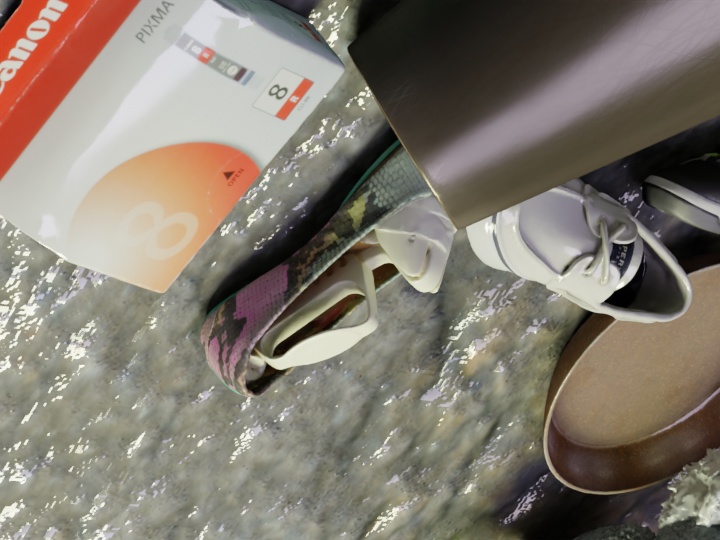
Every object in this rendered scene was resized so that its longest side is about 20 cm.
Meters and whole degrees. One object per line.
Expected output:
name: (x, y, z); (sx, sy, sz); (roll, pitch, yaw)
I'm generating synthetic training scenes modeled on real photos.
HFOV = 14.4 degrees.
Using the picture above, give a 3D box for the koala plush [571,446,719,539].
koala plush: (0.199, 0.214, 1.843); (0.200, 0.178, 0.184); (-34, 177, 32)

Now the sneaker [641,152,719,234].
sneaker: (0.251, -0.070, 1.714); (0.199, 0.072, 0.083); (-5, 110, -35)

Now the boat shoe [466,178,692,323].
boat shoe: (0.130, -0.012, 1.642); (0.200, 0.065, 0.072); (37, 75, -54)

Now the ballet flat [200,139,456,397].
ballet flat: (0.000, 0.000, 1.574); (0.200, 0.071, 0.069); (-40, 141, 5)

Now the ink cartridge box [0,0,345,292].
ink cartridge box: (-0.123, -0.081, 1.412); (0.162, 0.050, 0.199); (-50, 144, 17)

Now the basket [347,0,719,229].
basket: (0.106, -0.119, 1.479); (0.199, 0.136, 0.181); (-32, 119, 4)

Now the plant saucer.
plant saucer: (0.196, 0.060, 1.818); (0.199, 0.035, 0.201); (-20, 139, -18)
